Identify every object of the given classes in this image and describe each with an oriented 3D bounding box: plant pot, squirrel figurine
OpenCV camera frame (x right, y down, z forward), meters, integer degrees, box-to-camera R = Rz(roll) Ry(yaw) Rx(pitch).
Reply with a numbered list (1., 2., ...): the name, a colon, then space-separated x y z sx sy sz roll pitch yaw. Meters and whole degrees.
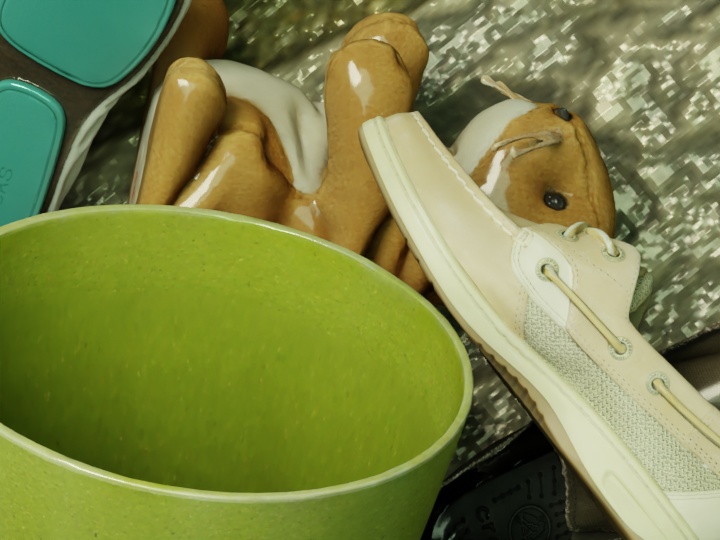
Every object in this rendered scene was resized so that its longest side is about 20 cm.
1. plant pot: -0.070 0.108 0.993 0.187 0.187 0.200 12 119 3
2. squirrel figurine: 0.000 0.000 1.111 0.186 0.142 0.200 11 101 -8

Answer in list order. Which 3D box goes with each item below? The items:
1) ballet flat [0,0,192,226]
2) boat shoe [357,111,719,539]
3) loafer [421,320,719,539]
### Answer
1. ballet flat: -0.112 -0.088 1.092 0.069 0.069 0.200 36 132 4
2. boat shoe: 0.074 0.017 1.000 0.065 0.072 0.200 -37 76 1
3. loafer: 0.099 0.073 1.048 0.200 0.071 0.073 -35 60 24
